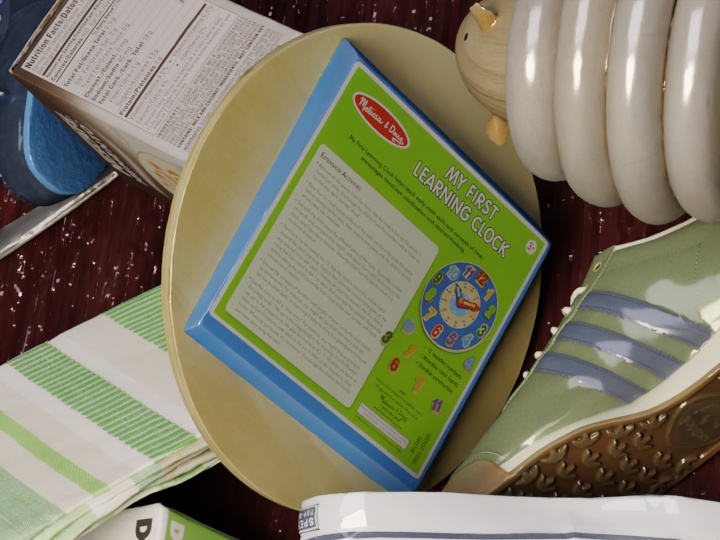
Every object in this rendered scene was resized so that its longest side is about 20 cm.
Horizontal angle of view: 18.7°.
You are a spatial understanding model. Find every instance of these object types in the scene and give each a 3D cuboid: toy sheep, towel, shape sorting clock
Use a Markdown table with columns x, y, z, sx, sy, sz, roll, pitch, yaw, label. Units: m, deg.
| x | y | z | sx | sy | sz | roll | pitch | yaw | label |
| --- | --- | --- | --- | --- | --- | --- | --- | --- | --- |
| 0.130 | -0.081 | 0.861 | 0.199 | 0.138 | 0.138 | 4 | 66 | 25 | toy sheep |
| -0.097 | 0.057 | 0.943 | 0.199 | 0.023 | 0.152 | -29 | 30 | -24 | towel |
| 0.000 | 0.000 | 0.888 | 0.039 | 0.200 | 0.201 | 13 | 69 | 51 | shape sorting clock |

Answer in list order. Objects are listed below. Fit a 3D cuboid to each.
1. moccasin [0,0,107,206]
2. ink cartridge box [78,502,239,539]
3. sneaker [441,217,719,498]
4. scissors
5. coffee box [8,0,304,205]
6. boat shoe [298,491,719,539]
| x | y | z | sx | sy | sz | roll | pitch | yaw | label |
| --- | --- | --- | --- | --- | --- | --- | --- | --- | --- |
| -0.160 | -0.108 | 1.121 | 0.068 | 0.081 | 0.201 | -18 | 43 | 24 | moccasin |
| -0.066 | 0.172 | 0.880 | 0.199 | 0.076 | 0.148 | -15 | 57 | 38 | ink cartridge box |
| 0.111 | 0.036 | 0.901 | 0.200 | 0.067 | 0.090 | -34 | 45 | 7 | sneaker |
| -0.203 | 0.005 | 1.113 | 0.199 | 0.014 | 0.073 | -18 | 55 | 17 | scissors |
| -0.049 | -0.063 | 1.003 | 0.200 | 0.114 | 0.080 | 27 | 78 | 37 | coffee box |
| 0.076 | 0.131 | 0.826 | 0.201 | 0.075 | 0.087 | 3 | 76 | -11 | boat shoe |
